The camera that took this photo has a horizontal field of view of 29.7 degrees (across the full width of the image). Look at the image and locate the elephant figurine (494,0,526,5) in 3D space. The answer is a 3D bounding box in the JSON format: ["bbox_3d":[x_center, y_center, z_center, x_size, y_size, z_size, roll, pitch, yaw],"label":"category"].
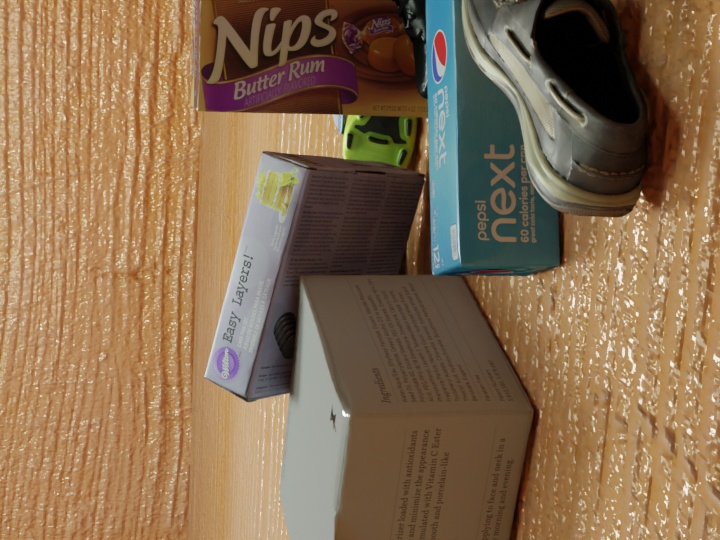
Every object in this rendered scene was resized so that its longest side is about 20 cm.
[{"bbox_3d":[0.109,-0.183,0.639,0.201,0.141,0.155,62,-177,33],"label":"elephant figurine"}]

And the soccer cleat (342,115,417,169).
[{"bbox_3d":[0.021,-0.164,1.184,0.084,0.064,0.202,-66,-21,-73],"label":"soccer cleat"}]

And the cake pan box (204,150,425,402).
[{"bbox_3d":[-0.030,0.002,1.088,0.199,0.052,0.186,-5,-65,-59],"label":"cake pan box"}]

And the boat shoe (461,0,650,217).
[{"bbox_3d":[0.112,-0.120,0.735,0.074,0.074,0.201,110,148,-47],"label":"boat shoe"}]

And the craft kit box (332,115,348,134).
[{"bbox_3d":[-0.010,-0.260,1.345,0.198,0.048,0.202,-119,32,-61],"label":"craft kit box"}]

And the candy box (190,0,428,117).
[{"bbox_3d":[-0.035,-0.186,1.089,0.056,0.198,0.118,-134,47,-72],"label":"candy box"}]

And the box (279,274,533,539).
[{"bbox_3d":[0.023,0.133,0.979,0.200,0.129,0.201,-113,26,-60],"label":"box"}]

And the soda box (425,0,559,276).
[{"bbox_3d":[0.082,-0.099,0.857,0.064,0.067,0.202,157,113,-76],"label":"soda box"}]

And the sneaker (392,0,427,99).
[{"bbox_3d":[0.024,-0.230,1.026,0.073,0.111,0.202,-144,55,-76],"label":"sneaker"}]
